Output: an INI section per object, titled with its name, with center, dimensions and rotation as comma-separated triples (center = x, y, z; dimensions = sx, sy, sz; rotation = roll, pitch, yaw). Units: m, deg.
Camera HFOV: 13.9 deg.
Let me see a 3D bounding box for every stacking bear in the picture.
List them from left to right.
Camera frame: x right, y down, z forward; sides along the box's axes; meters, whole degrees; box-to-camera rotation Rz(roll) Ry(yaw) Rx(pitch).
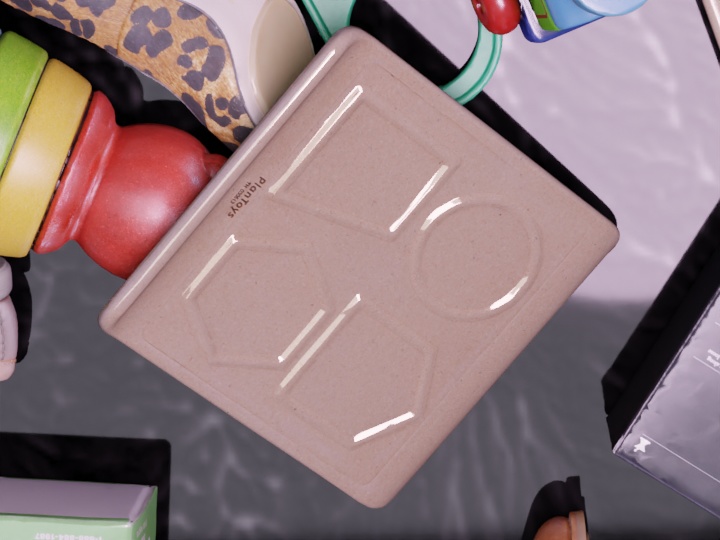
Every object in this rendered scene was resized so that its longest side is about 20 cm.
[stacking bear]
center = -0.161, -0.055, 1.392
dimensions = 0.199, 0.114, 0.122
rotation = 21, 103, -6

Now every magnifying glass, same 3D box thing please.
[magnifying glass]
center = -0.020, -0.149, 1.411
dimensions = 0.200, 0.022, 0.080
rotation = 35, 100, -6

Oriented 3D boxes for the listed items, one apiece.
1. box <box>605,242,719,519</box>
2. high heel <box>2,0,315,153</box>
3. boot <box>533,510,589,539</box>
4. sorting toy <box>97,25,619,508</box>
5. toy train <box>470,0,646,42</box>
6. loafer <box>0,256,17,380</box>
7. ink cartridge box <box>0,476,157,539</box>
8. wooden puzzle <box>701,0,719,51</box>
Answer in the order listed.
[box]
center = 0.238, 0.074, 1.409
dimensions = 0.200, 0.079, 0.141
rotation = 32, 97, -4
[high heel]
center = -0.102, -0.104, 1.410
dimensions = 0.142, 0.071, 0.200
rotation = -13, 116, 36
[boot]
center = 0.031, 0.202, 1.447
dimensions = 0.154, 0.074, 0.201
rotation = 12, 98, 5
[sorting toy]
center = 0.000, 0.000, 1.396
dimensions = 0.200, 0.036, 0.185
rotation = 35, 101, -32
[toy train]
center = 0.075, -0.204, 1.339
dimensions = 0.084, 0.116, 0.200
rotation = -23, 99, -9
[loafer]
center = -0.265, 0.036, 1.432
dimensions = 0.199, 0.072, 0.063
rotation = -7, 107, 1
[ink cartridge box]
center = -0.178, 0.207, 1.449
dimensions = 0.146, 0.084, 0.201
rotation = 2, 100, 3
[wooden puzzle]
center = 0.243, -0.164, 1.358
dimensions = 0.185, 0.046, 0.200
rotation = -22, 107, -2
